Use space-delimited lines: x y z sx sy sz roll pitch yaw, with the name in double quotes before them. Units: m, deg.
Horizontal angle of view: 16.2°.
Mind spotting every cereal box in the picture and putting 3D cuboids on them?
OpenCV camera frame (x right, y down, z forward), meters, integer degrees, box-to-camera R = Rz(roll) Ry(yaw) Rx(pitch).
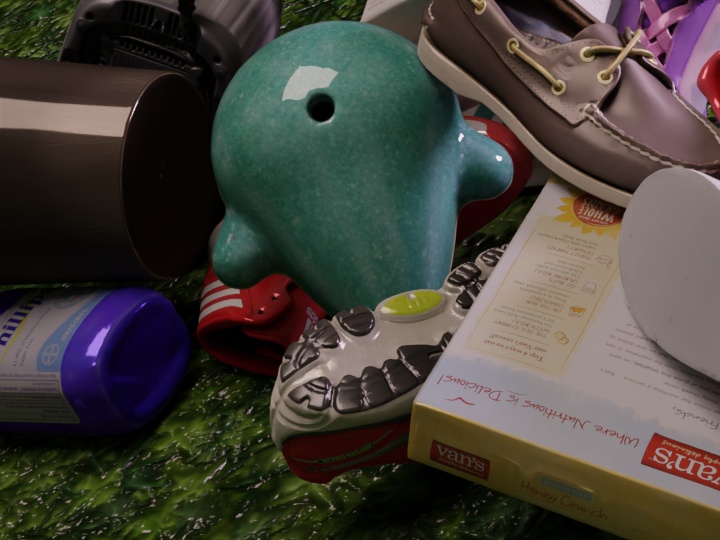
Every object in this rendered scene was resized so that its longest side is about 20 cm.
"cereal box" 0.122 0.033 1.112 0.144 0.040 0.200 19 43 15

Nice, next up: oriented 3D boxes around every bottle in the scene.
"bottle" -0.187 0.049 1.395 0.200 0.065 0.084 -1 40 41

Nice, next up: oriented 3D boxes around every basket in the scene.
"basket" -0.190 -0.054 1.394 0.199 0.180 0.136 3 75 23

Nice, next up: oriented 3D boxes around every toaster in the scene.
"toaster" -0.114 -0.112 1.499 0.113 0.200 0.129 18 31 6

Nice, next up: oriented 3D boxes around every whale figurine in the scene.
"whale figurine" -0.001 -0.031 1.247 0.159 0.104 0.201 -18 71 2

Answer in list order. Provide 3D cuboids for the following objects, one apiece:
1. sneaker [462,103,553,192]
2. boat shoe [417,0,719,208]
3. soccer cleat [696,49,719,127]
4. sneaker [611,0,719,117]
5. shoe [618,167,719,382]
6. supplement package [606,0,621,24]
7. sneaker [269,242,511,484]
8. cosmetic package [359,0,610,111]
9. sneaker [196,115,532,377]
"sneaker" 0.085 -0.098 1.389 0.199 0.094 0.070 -10 31 28
"boat shoe" 0.103 -0.091 1.184 0.072 0.060 0.200 -14 38 -36
"soccer cleat" 0.199 -0.065 1.146 0.068 0.073 0.200 -54 7 5
"sneaker" 0.157 -0.125 1.316 0.080 0.089 0.200 20 59 14
"shoe" 0.189 0.025 1.056 0.072 0.091 0.200 -65 33 16
"supplement package" 0.127 -0.210 1.535 0.109 0.114 0.200 -28 27 -2
"sneaker" 0.049 0.047 1.182 0.199 0.085 0.077 -13 50 -18
"cosmetic package" 0.083 -0.198 1.345 0.107 0.085 0.200 -22 39 45
"sneaker" 0.000 0.000 1.332 0.200 0.078 0.116 -26 32 28
